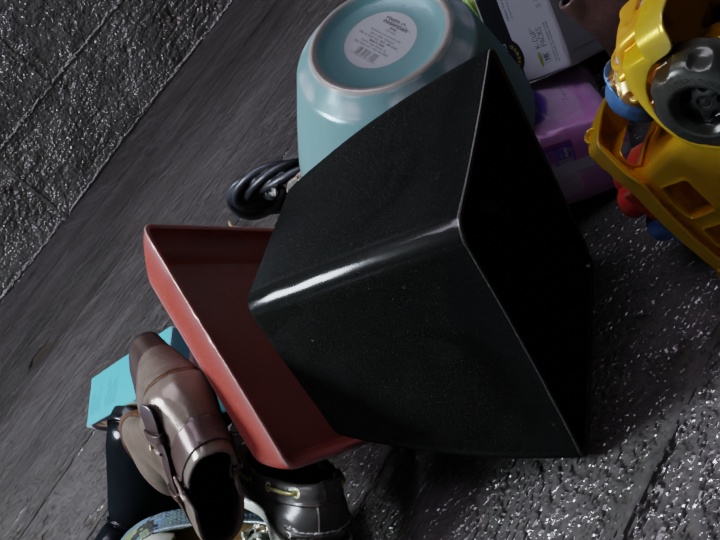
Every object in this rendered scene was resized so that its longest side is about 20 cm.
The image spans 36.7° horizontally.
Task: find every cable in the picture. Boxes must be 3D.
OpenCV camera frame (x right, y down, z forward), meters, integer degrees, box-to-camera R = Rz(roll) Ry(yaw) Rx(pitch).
[{"bbox_3d":[-0.033,-0.084,1.037,0.162,0.051,0.200,-20,-2,28],"label":"cable"}]

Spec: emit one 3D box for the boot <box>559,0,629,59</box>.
[{"bbox_3d":[0.259,-0.186,0.746,0.199,0.166,0.073,-35,25,30],"label":"boot"}]

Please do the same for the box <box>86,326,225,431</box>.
[{"bbox_3d":[-0.171,0.104,0.963,0.200,0.082,0.050,-30,51,53],"label":"box"}]

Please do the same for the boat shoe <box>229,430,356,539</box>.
[{"bbox_3d":[-0.059,0.153,0.821,0.201,0.071,0.061,23,115,62],"label":"boat shoe"}]

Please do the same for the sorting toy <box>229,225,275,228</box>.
[{"bbox_3d":[-0.031,0.019,0.996,0.180,0.199,0.107,-51,-13,-43],"label":"sorting toy"}]

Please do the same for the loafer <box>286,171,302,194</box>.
[{"bbox_3d":[0.000,0.000,0.888,0.063,0.200,0.072,-33,-11,-34],"label":"loafer"}]

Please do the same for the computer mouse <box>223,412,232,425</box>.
[{"bbox_3d":[-0.107,0.113,0.957,0.059,0.034,0.200,-46,14,-23],"label":"computer mouse"}]

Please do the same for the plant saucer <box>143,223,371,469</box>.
[{"bbox_3d":[-0.063,0.056,0.815,0.037,0.201,0.199,-40,-17,23],"label":"plant saucer"}]

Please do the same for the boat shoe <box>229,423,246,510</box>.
[{"bbox_3d":[-0.092,0.169,0.953,0.065,0.072,0.201,-33,21,41],"label":"boat shoe"}]

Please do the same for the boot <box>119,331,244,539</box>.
[{"bbox_3d":[-0.128,0.146,0.809,0.070,0.201,0.146,-23,45,-17],"label":"boot"}]

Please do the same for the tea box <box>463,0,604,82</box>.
[{"bbox_3d":[0.147,-0.244,0.992,0.199,0.135,0.196,-31,10,-41],"label":"tea box"}]

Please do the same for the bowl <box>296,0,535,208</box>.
[{"bbox_3d":[0.029,-0.143,0.843,0.199,0.105,0.203,-10,53,14],"label":"bowl"}]

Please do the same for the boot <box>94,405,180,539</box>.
[{"bbox_3d":[-0.209,0.237,0.950,0.201,0.076,0.169,87,-157,-50],"label":"boot"}]

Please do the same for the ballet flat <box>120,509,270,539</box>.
[{"bbox_3d":[-0.124,0.223,0.849,0.198,0.075,0.075,-17,34,22],"label":"ballet flat"}]

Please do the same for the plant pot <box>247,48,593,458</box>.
[{"bbox_3d":[0.042,0.007,0.744,0.176,0.201,0.201,-16,35,26],"label":"plant pot"}]

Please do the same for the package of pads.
[{"bbox_3d":[0.118,-0.093,0.905,0.198,0.076,0.121,-20,27,8],"label":"package of pads"}]

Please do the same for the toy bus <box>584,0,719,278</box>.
[{"bbox_3d":[0.208,-0.089,0.661,0.192,0.199,0.136,-27,28,57],"label":"toy bus"}]

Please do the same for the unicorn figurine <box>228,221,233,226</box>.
[{"bbox_3d":[-0.128,0.028,1.267,0.137,0.074,0.199,-47,34,-22],"label":"unicorn figurine"}]
